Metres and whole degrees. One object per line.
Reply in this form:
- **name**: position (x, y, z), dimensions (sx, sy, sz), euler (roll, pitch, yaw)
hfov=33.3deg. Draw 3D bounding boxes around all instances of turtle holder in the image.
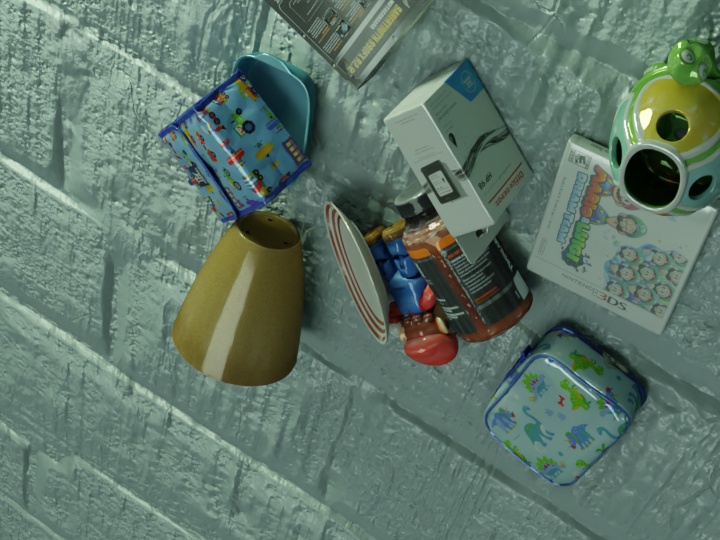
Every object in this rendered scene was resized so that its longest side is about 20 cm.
- **turtle holder**: position (0.324, -0.135, 1.203), dimensions (0.141, 0.132, 0.186), euler (42, 138, 1)

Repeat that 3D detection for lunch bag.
- **lunch bag**: position (0.256, 0.171, 1.539), dimensions (0.160, 0.083, 0.201), euler (36, 138, 6)
- **lunch bag**: position (-0.180, -0.149, 1.572), dimensions (0.151, 0.094, 0.199), euler (52, 150, -11)

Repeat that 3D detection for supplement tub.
- **supplement tub**: position (0.121, -0.019, 1.471), dimensions (0.106, 0.107, 0.201), euler (-17, 112, 44)

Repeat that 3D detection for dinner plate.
- **dinner plate**: position (0.000, 0.000, 1.573), dimensions (0.200, 0.024, 0.202), euler (156, 90, -81)

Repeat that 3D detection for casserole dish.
- **casserole dish**: position (-0.111, -0.198, 1.555), dimensions (0.120, 0.039, 0.201), euler (27, 135, 17)

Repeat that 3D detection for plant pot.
- **plant pot**: position (-0.152, 0.026, 1.681), dimensions (0.185, 0.186, 0.201), euler (30, 124, 14)

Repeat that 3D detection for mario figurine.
- **mario figurine**: position (0.078, 0.029, 1.585), dimensions (0.202, 0.105, 0.123), euler (67, 170, -11)

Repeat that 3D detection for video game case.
- **video game case**: position (0.296, -0.038, 1.383), dimensions (0.181, 0.024, 0.201), euler (28, 135, 16)

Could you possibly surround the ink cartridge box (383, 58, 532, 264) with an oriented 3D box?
- **ink cartridge box**: position (0.124, -0.123, 1.378), dimensions (0.066, 0.116, 0.201), euler (-18, 112, 43)

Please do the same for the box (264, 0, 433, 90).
- **box**: position (-0.003, -0.325, 1.362), dimensions (0.158, 0.048, 0.200), euler (43, 138, -1)
